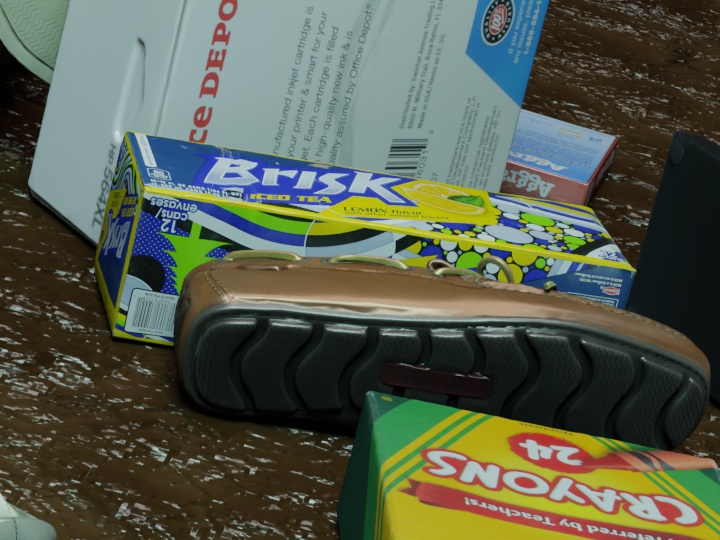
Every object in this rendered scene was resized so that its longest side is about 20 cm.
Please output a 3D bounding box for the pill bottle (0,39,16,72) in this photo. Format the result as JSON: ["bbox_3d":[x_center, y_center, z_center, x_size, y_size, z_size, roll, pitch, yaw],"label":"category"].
[{"bbox_3d":[-0.194,-0.137,1.345,0.116,0.117,0.200,16,19,7],"label":"pill bottle"}]

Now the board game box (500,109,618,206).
[{"bbox_3d":[0.023,-0.075,1.475,0.199,0.020,0.103,17,17,9],"label":"board game box"}]

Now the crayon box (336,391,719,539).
[{"bbox_3d":[0.063,0.107,0.932,0.126,0.051,0.200,12,19,-8],"label":"crayon box"}]

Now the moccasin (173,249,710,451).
[{"bbox_3d":[0.031,0.030,1.110,0.200,0.074,0.078,3,29,-2],"label":"moccasin"}]

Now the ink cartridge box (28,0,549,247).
[{"bbox_3d":[-0.027,-0.085,1.268,0.199,0.147,0.084,-1,25,-39],"label":"ink cartridge box"}]

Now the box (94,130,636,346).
[{"bbox_3d":[0.000,0.000,1.173,0.199,0.065,0.070,10,20,-15],"label":"box"}]

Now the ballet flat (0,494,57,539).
[{"bbox_3d":[-0.152,0.054,0.908,0.067,0.064,0.200,-2,24,-39],"label":"ballet flat"}]

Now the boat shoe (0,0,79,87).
[{"bbox_3d":[-0.126,-0.117,1.272,0.068,0.072,0.200,43,-9,42],"label":"boat shoe"}]

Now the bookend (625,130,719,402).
[{"bbox_3d":[0.247,0.026,1.235,0.198,0.092,0.200,5,19,-31],"label":"bookend"}]
